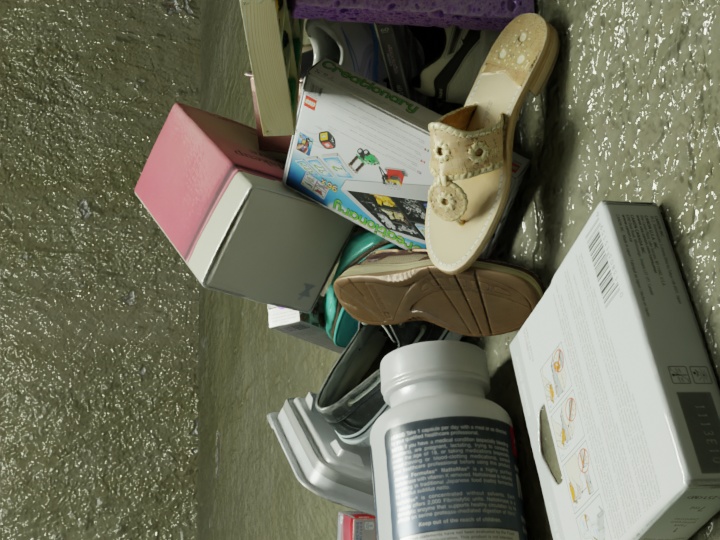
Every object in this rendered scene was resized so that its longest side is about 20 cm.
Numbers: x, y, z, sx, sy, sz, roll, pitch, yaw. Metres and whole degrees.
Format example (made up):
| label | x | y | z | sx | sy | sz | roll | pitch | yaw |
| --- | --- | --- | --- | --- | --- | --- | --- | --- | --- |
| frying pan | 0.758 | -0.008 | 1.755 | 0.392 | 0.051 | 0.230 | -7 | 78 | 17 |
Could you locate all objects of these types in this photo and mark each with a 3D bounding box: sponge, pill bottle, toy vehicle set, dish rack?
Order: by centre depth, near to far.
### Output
| label | x | y | z | sx | sy | sz | roll | pitch | yaw |
| --- | --- | --- | --- | --- | --- | --- | --- | --- | --- |
| pill bottle | 0.069 | 0.164 | 0.944 | 0.120 | 0.119 | 0.200 | 120 | 149 | -61 |
| sponge | 0.041 | -0.256 | 0.962 | 0.030 | 0.200 | 0.112 | 126 | 145 | -72 |
| toy vehicle set | -0.070 | -0.219 | 0.972 | 0.200 | 0.026 | 0.124 | -90 | -5 | -48 |
| dish rack | 0.009 | 0.176 | 1.107 | 0.044 | 0.171 | 0.200 | -64 | 19 | 8 |

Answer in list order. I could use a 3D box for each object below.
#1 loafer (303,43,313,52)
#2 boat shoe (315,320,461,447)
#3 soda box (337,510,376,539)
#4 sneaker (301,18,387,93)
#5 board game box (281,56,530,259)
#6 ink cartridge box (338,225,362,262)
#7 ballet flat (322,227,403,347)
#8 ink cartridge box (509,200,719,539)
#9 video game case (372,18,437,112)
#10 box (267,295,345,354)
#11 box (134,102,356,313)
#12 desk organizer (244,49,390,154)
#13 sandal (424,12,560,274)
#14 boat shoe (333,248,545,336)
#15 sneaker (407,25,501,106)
| label | x | y | z | sx | sy | sz | roll | pitch | yaw |
| --- | --- | --- | --- | --- | --- | --- | --- | --- | --- |
| loafer | -0.018 | -0.191 | 1.291 | 0.200 | 0.076 | 0.068 | 29 | -118 | -63 |
| boat shoe | 0.033 | 0.061 | 1.041 | 0.072 | 0.071 | 0.200 | 15 | 67 | 44 |
| soda box | 0.012 | 0.353 | 1.218 | 0.063 | 0.070 | 0.200 | 163 | 109 | -73 |
| sneaker | -0.015 | -0.141 | 1.065 | 0.075 | 0.087 | 0.200 | -5 | 97 | 46 |
| board game box | 0.034 | -0.083 | 1.005 | 0.035 | 0.200 | 0.126 | -49 | -17 | -45 |
| ink cartridge box | 0.006 | -0.097 | 1.218 | 0.200 | 0.076 | 0.148 | -37 | 15 | 39 |
| ballet flat | 0.000 | 0.000 | 1.145 | 0.200 | 0.067 | 0.070 | 113 | 148 | -54 |
| ink cartridge box | 0.161 | 0.085 | 0.754 | 0.174 | 0.043 | 0.200 | 111 | 156 | -52 |
| video game case | 0.044 | -0.185 | 1.079 | 0.143 | 0.019 | 0.200 | -85 | -16 | -45 |
| box | -0.032 | 0.059 | 1.258 | 0.200 | 0.041 | 0.039 | 26 | -124 | -58 |
| box | -0.115 | -0.063 | 1.139 | 0.200 | 0.128 | 0.109 | 46 | 113 | 48 |
| desk organizer | -0.018 | -0.180 | 1.168 | 0.072 | 0.200 | 0.077 | 12 | 119 | 35 |
| sandal | 0.080 | -0.108 | 0.896 | 0.078 | 0.070 | 0.212 | 19 | 85 | 47 |
| boat shoe | 0.071 | 0.006 | 0.972 | 0.200 | 0.072 | 0.072 | -3 | 125 | 42 |
| sneaker | 0.082 | -0.243 | 1.025 | 0.076 | 0.088 | 0.200 | 136 | 136 | -70 |
